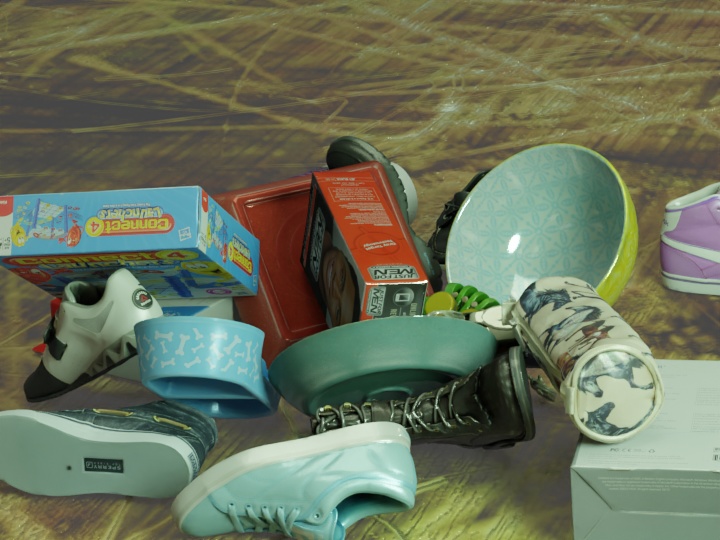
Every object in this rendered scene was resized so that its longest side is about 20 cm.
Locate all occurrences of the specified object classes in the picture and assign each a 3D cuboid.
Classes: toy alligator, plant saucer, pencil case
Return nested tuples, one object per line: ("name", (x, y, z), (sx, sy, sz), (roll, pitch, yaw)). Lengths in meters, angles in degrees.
("toy alligator", (0.123, 0.056, 1.716), (0.200, 0.059, 0.054), (31, 78, 40))
("plant saucer", (-0.031, -0.012, 1.800), (0.199, 0.200, 0.037), (-13, -21, -22))
("pencil case", (0.177, 0.068, 1.473), (0.089, 0.078, 0.200), (-11, 18, -6))
("plant saucer", (0.021, 0.093, 1.573), (0.199, 0.200, 0.036), (-7, 66, -3))

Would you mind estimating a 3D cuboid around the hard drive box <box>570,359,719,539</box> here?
("hard drive box", (0.256, 0.144, 1.468), (0.155, 0.077, 0.200), (1, 22, 15))

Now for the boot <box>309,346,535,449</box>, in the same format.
("boot", (0.046, 0.121, 1.509), (0.173, 0.070, 0.200), (-5, -20, -9))

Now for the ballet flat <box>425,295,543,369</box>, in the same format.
("ballet flat", (0.097, 0.059, 1.649), (0.199, 0.073, 0.073), (-7, 19, 23))

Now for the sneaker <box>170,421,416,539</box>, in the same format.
("sneaker", (-0.051, 0.183, 1.448), (0.199, 0.074, 0.082), (-19, 53, 5))

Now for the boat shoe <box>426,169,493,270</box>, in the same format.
("boat shoe", (0.120, -0.059, 2.029), (0.074, 0.066, 0.199), (7, 24, 25))

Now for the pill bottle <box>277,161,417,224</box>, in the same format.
("pill bottle", (-0.036, -0.054, 1.985), (0.199, 0.113, 0.112), (-21, 27, -38))

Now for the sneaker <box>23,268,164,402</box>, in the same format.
("sneaker", (-0.252, 0.056, 1.693), (0.200, 0.089, 0.074), (-30, 0, 39))

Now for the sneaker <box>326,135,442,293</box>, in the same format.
("sneaker", (0.009, -0.049, 1.889), (0.082, 0.073, 0.201), (-19, 69, -28))

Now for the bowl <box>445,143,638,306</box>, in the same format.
("bowl", (0.195, -0.012, 1.806), (0.200, 0.201, 0.108), (15, -14, 41))

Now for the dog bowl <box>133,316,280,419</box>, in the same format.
("dog bowl", (-0.127, 0.087, 1.597), (0.111, 0.050, 0.200), (-1, -16, 12))

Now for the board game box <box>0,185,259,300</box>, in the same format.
("board game box", (-0.212, -0.021, 1.685), (0.199, 0.056, 0.196), (-2, -13, 12))

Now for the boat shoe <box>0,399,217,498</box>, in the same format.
("boat shoe", (-0.224, 0.148, 1.579), (0.199, 0.071, 0.091), (7, 18, 12))

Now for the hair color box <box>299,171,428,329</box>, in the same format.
("hair color box", (0.000, 0.000, 1.674), (0.061, 0.102, 0.200), (-1, 31, -17))

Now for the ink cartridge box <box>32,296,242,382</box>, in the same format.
("ink cartridge box", (-0.222, 0.050, 1.818), (0.199, 0.068, 0.116), (11, 26, 35))

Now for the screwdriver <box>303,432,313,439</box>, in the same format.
("screwdriver", (-0.062, 0.160, 1.579), (0.029, 0.028, 0.200), (41, 34, 21))

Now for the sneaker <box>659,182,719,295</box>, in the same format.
("sneaker", (0.397, -0.032, 1.842), (0.199, 0.115, 0.073), (4, 21, 17))
